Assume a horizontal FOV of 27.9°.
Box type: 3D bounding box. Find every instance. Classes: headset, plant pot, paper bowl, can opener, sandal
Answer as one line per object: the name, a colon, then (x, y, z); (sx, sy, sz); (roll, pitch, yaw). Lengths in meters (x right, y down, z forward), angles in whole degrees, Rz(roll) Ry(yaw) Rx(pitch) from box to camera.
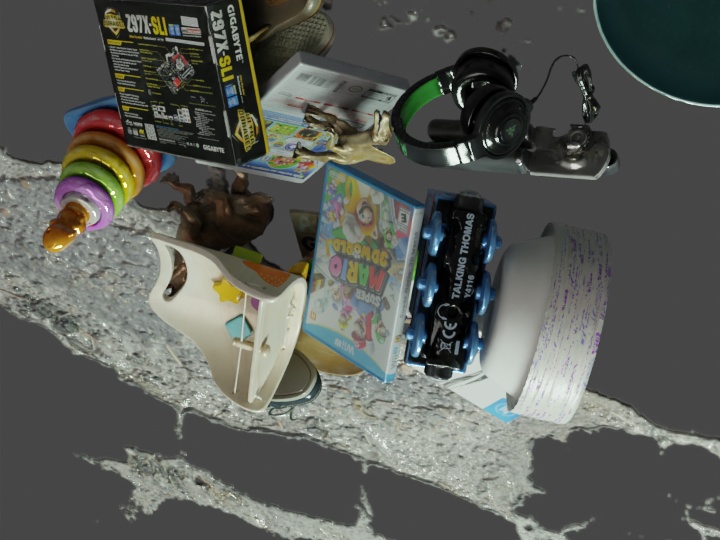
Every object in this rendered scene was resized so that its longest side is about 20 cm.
headset: (0.130, -0.152, 1.398); (0.197, 0.124, 0.095); (-19, 131, 7)
plant pot: (-0.072, 0.058, 1.725); (0.198, 0.028, 0.201); (23, 153, 13)
paper bowl: (0.186, 0.050, 1.500); (0.103, 0.202, 0.202); (13, 138, -2)
can opener: (0.161, -0.115, 1.460); (0.197, 0.054, 0.067); (6, 159, 27)
sandal: (-0.119, -0.249, 1.430); (0.199, 0.054, 0.081); (-24, 90, 36)
plant pot: (0.302, -0.257, 1.196); (0.197, 0.136, 0.202); (13, 137, 12)

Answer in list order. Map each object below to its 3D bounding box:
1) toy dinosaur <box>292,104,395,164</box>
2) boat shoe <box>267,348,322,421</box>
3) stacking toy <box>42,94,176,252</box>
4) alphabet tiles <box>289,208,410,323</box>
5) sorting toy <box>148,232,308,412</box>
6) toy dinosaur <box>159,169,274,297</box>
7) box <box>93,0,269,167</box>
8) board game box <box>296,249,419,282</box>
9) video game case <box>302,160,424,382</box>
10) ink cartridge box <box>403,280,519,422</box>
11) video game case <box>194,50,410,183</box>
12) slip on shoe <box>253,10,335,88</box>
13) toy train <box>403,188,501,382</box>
toy dinosaur: (-0.014, -0.123, 1.443); (0.100, 0.059, 0.200); (17, 175, -3)
boat shoe: (-0.103, 0.143, 1.794); (0.062, 0.075, 0.199); (44, 152, -27)
stacking toy: (-0.292, -0.089, 1.577); (0.115, 0.201, 0.110); (-11, 128, 31)
alphabet tiles: (0.025, 0.001, 1.660); (0.197, 0.008, 0.168); (8, 138, 21)
sorting toy: (-0.158, 0.031, 1.612); (0.178, 0.107, 0.201); (23, 139, 11)
toy dinosaur: (-0.153, -0.050, 1.645); (0.198, 0.086, 0.136); (-17, 124, 30)
box: (-0.181, -0.196, 1.445); (0.199, 0.049, 0.162); (14, 120, 46)
board game box: (0.001, -0.006, 1.637); (0.095, 0.030, 0.200); (36, 139, -15)
video game case: (0.000, 0.000, 1.554); (0.142, 0.018, 0.203); (29, 119, 41)
ink cartridge box: (0.130, 0.084, 1.645); (0.199, 0.067, 0.116); (31, 138, -21)
video game case: (-0.062, -0.154, 1.493); (0.142, 0.018, 0.199); (8, 149, -38)
slip on shoe: (-0.089, -0.199, 1.488); (0.061, 0.075, 0.199); (10, 144, -41)
toy train: (0.094, 0.012, 1.515); (0.085, 0.114, 0.203); (8, 99, -6)
